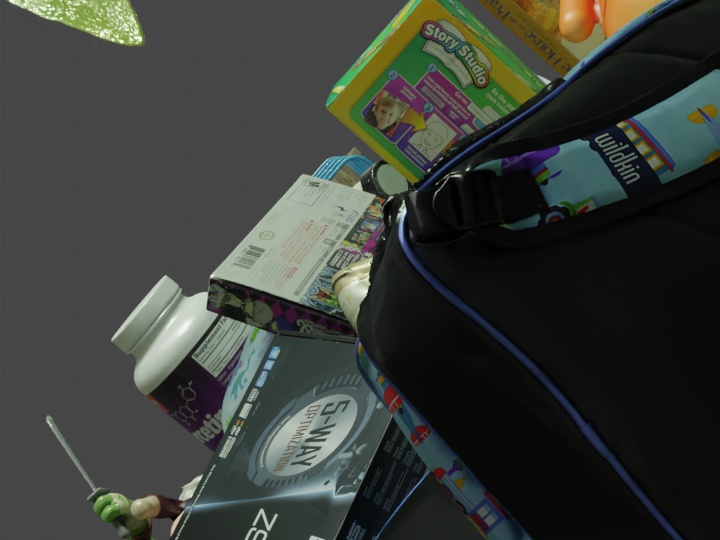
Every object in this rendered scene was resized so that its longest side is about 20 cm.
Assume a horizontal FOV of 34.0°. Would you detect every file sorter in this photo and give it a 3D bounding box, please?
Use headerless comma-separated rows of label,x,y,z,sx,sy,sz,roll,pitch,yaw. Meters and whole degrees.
file sorter,-0.017,-0.057,1.418,0.139,0.122,0.200,-50,10,-2

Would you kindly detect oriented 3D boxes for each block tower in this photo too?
block tower,-0.058,-0.119,2.049,0.200,0.058,0.054,-48,9,20

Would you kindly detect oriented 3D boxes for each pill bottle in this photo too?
pill bottle,-0.127,0.099,1.076,0.113,0.200,0.113,-47,9,10

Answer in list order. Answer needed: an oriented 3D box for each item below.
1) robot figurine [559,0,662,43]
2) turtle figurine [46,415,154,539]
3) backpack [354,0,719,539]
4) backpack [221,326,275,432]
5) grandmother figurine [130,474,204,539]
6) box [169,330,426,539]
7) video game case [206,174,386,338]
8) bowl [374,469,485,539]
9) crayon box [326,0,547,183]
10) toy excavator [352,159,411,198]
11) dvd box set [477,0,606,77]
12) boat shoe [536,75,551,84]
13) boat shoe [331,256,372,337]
robot figurine,0.224,-0.197,0.839,0.117,0.143,0.201,-60,10,29
turtle figurine,-0.212,0.257,0.937,0.144,0.200,0.194,-46,25,-5
backpack,0.119,0.007,0.405,0.200,0.183,0.135,-39,-13,-26
backpack,-0.034,0.084,0.957,0.163,0.154,0.200,-51,-4,29
grandmother figurine,-0.122,0.204,0.928,0.061,0.121,0.200,-63,6,-3
box,-0.038,0.139,0.741,0.160,0.043,0.201,3,61,52
video game case,0.000,0.000,0.926,0.200,0.180,0.036,-57,-18,-58
bowl,0.052,0.145,0.571,0.201,0.039,0.201,-48,9,10
crayon box,0.086,-0.109,0.904,0.119,0.200,0.058,-45,11,22
toy excavator,0.063,-0.056,1.159,0.100,0.199,0.196,-38,56,44
dvd box set,0.175,-0.225,0.942,0.147,0.200,0.029,-54,9,-29
boat shoe,0.163,-0.161,1.144,0.065,0.074,0.200,-10,19,-21
boat shoe,0.077,-0.016,0.817,0.200,0.063,0.073,-31,-29,-1
